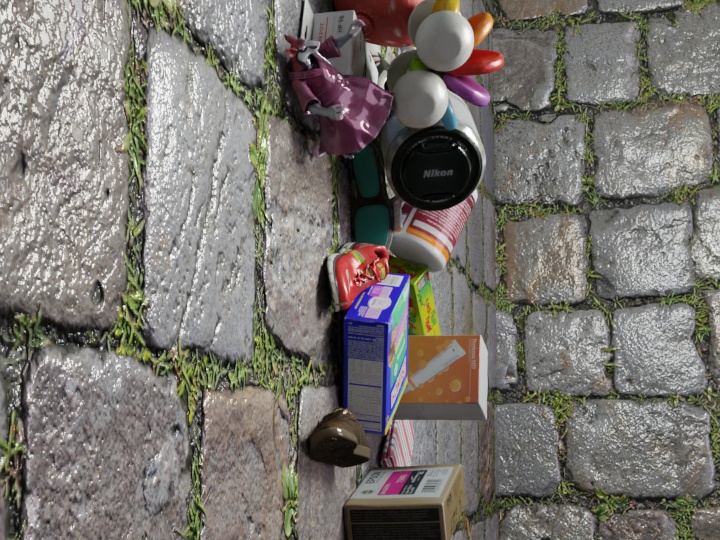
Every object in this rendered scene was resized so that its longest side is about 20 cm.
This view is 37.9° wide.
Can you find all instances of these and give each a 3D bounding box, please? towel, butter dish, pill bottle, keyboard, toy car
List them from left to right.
[{"bbox_3d":[0.027,-0.415,1.611,0.149,0.198,0.201,-61,151,-30],"label":"butter dish"},{"bbox_3d":[0.045,-0.089,1.784,0.200,0.011,0.057,160,-66,-78],"label":"keyboard"},{"bbox_3d":[0.069,0.326,1.966,0.201,0.030,0.147,-78,160,-50],"label":"towel"},{"bbox_3d":[0.134,-0.108,1.821,0.201,0.112,0.113,-62,156,-17],"label":"pill bottle"},{"bbox_3d":[0.128,-0.293,1.531,0.175,0.149,0.201,-97,-152,-65],"label":"toy car"}]

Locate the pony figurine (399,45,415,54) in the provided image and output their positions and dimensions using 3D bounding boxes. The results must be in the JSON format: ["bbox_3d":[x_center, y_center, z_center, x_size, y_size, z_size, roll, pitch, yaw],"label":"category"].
[{"bbox_3d":[0.088,-0.426,1.854,0.200,0.165,0.195,-55,144,-67],"label":"pony figurine"}]

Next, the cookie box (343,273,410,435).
[{"bbox_3d":[0.027,0.129,1.665,0.171,0.074,0.202,-60,154,-61],"label":"cookie box"}]

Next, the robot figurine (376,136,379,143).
[{"bbox_3d":[0.084,-0.261,1.903,0.177,0.115,0.200,61,9,11],"label":"robot figurine"}]

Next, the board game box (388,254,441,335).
[{"bbox_3d":[0.082,0.068,1.874,0.048,0.101,0.201,-47,141,-31],"label":"board game box"}]

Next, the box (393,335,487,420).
[{"bbox_3d":[0.117,0.187,1.816,0.098,0.198,0.126,60,31,-62],"label":"box"}]

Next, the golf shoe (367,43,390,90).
[{"bbox_3d":[0.024,-0.323,1.740,0.078,0.087,0.201,69,22,-47],"label":"golf shoe"}]

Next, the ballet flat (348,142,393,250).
[{"bbox_3d":[0.020,-0.114,1.739,0.074,0.073,0.202,-32,121,-73],"label":"ballet flat"}]

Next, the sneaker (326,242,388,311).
[{"bbox_3d":[0.000,0.000,1.607,0.200,0.084,0.078,-61,146,-64],"label":"sneaker"}]

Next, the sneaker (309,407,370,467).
[{"bbox_3d":[-0.037,0.233,1.513,0.200,0.070,0.076,61,11,-67],"label":"sneaker"}]

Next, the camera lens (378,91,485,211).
[{"bbox_3d":[0.112,-0.204,1.697,0.201,0.158,0.161,-98,177,-56],"label":"camera lens"}]

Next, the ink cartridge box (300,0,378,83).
[{"bbox_3d":[-0.030,-0.301,1.557,0.200,0.067,0.117,58,33,-63],"label":"ink cartridge box"}]

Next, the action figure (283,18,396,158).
[{"bbox_3d":[-0.046,-0.257,1.440,0.200,0.148,0.135,41,66,-36],"label":"action figure"}]

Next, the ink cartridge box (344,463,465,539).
[{"bbox_3d":[0.076,0.380,1.705,0.200,0.163,0.076,-31,116,-74],"label":"ink cartridge box"}]
